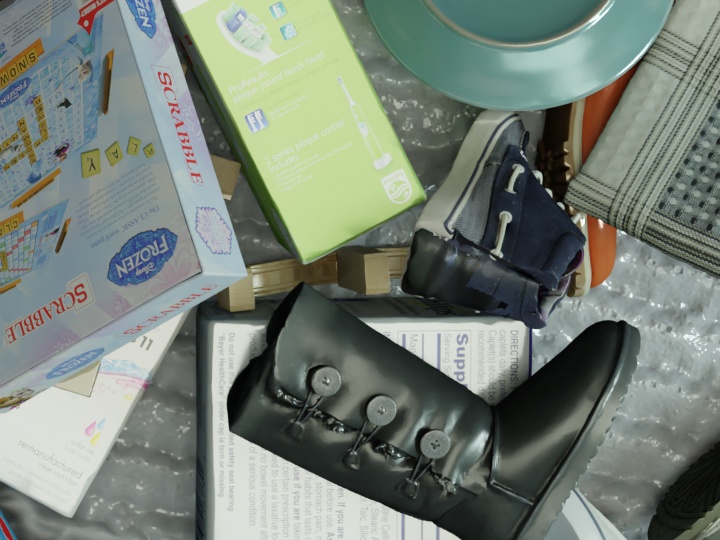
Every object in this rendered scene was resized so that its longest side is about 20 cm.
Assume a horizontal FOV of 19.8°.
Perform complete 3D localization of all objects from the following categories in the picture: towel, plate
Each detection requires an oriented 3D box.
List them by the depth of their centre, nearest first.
[{"bbox_3d":[0.249,-0.084,1.225,0.192,0.035,0.200,28,75,23],"label":"towel"},{"bbox_3d":[0.096,-0.196,1.259,0.199,0.026,0.201,-1,74,5],"label":"plate"}]

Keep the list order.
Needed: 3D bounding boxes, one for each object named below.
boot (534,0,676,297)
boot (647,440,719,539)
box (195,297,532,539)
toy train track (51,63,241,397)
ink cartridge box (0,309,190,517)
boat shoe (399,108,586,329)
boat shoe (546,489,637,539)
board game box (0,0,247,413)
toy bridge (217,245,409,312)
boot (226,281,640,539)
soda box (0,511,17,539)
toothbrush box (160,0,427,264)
[{"bbox_3d":[0.165,-0.083,1.298,0.107,0.075,0.201,1,94,-14],"label":"boot"},{"bbox_3d":[0.306,0.185,1.347,0.182,0.073,0.200,-40,106,-9],"label":"boot"},{"bbox_3d":[-0.001,0.113,1.272,0.199,0.105,0.185,0,95,-8],"label":"box"},{"bbox_3d":[-0.140,-0.025,1.208,0.114,0.033,0.201,16,82,-4],"label":"toy train track"},{"bbox_3d":[-0.176,0.032,1.255,0.117,0.067,0.201,29,90,-10],"label":"ink cartridge box"},{"bbox_3d":[0.093,-0.030,1.228,0.092,0.200,0.075,20,124,8],"label":"boat shoe"},{"bbox_3d":[0.171,0.209,1.335,0.070,0.071,0.201,-35,97,-32],"label":"boat shoe"},{"bbox_3d":[-0.173,-0.048,1.157,0.199,0.041,0.200,-28,72,32],"label":"board game box"},{"bbox_3d":[0.000,0.000,1.278,0.199,0.067,0.027,-5,97,-16],"label":"toy bridge"},{"bbox_3d":[0.042,0.062,1.195,0.199,0.066,0.165,29,88,-5],"label":"boot"},{"bbox_3d":[-0.224,0.201,1.231,0.068,0.064,0.201,-26,120,-5],"label":"soda box"},{"bbox_3d":[-0.050,-0.115,1.222,0.086,0.146,0.201,-26,100,-5],"label":"toothbrush box"}]
